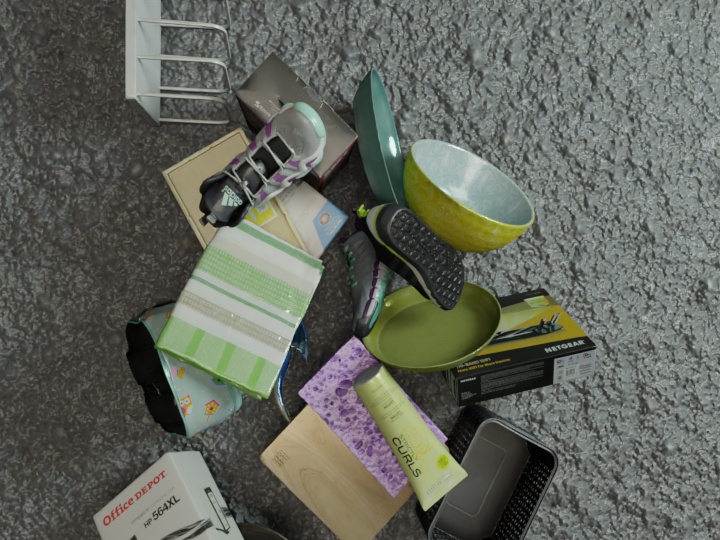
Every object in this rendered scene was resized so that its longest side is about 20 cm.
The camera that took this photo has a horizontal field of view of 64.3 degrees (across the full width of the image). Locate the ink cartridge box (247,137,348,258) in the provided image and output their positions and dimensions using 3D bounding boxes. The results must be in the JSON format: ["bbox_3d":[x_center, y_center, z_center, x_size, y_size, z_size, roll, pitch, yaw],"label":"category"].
[{"bbox_3d":[-0.129,-0.092,0.832,0.199,0.067,0.117,38,88,-5],"label":"ink cartridge box"}]

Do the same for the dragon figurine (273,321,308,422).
[{"bbox_3d":[-0.102,0.096,0.789,0.098,0.059,0.202,-18,54,-17],"label":"dragon figurine"}]

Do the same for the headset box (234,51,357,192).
[{"bbox_3d":[-0.084,-0.190,0.771,0.148,0.200,0.075,44,86,-5],"label":"headset box"}]

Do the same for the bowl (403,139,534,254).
[{"bbox_3d":[0.136,-0.087,0.822,0.197,0.201,0.109,26,123,-5],"label":"bowl"}]

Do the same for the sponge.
[{"bbox_3d":[0.018,0.201,0.796,0.111,0.030,0.200,-43,93,-5],"label":"sponge"}]

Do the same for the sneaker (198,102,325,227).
[{"bbox_3d":[-0.126,-0.101,0.656,0.078,0.199,0.140,46,49,-8],"label":"sneaker"}]

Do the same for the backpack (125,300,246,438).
[{"bbox_3d":[-0.222,0.123,0.757,0.151,0.199,0.179,-19,90,-22],"label":"backpack"}]

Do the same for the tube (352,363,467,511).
[{"bbox_3d":[0.064,0.219,0.765,0.058,0.052,0.202,-27,99,32],"label":"tube"}]

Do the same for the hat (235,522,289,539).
[{"bbox_3d":[-0.156,0.446,0.823,0.196,0.081,0.205,-1,86,11],"label":"hat"}]

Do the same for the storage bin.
[{"bbox_3d":[0.184,0.321,0.851,0.134,0.094,0.203,28,88,-5],"label":"storage bin"}]

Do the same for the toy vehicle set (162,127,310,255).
[{"bbox_3d":[-0.166,-0.074,0.782,0.123,0.027,0.202,-29,93,-3],"label":"toy vehicle set"}]

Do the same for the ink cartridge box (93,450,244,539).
[{"bbox_3d":[-0.246,0.369,0.765,0.145,0.084,0.201,-40,67,4],"label":"ink cartridge box"}]

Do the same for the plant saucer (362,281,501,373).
[{"bbox_3d":[0.100,0.080,0.805,0.196,0.201,0.032,-19,119,-5],"label":"plant saucer"}]

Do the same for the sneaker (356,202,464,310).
[{"bbox_3d":[0.068,-0.024,0.773,0.200,0.082,0.072,48,67,-32],"label":"sneaker"}]

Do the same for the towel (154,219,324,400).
[{"bbox_3d":[-0.142,0.040,0.706,0.147,0.031,0.202,27,57,-9],"label":"towel"}]

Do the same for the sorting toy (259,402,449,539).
[{"bbox_3d":[-0.009,0.260,0.843,0.200,0.070,0.199,45,86,-4],"label":"sorting toy"}]

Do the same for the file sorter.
[{"bbox_3d":[-0.242,-0.316,0.788,0.122,0.139,0.205,0,90,-8],"label":"file sorter"}]

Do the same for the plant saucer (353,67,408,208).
[{"bbox_3d":[0.026,-0.172,0.792,0.035,0.200,0.204,-10,91,13],"label":"plant saucer"}]

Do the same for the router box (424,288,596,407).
[{"bbox_3d":[0.206,0.103,0.819,0.196,0.158,0.053,-12,119,-6],"label":"router box"}]

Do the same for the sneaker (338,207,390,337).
[{"bbox_3d":[0.000,0.000,0.827,0.086,0.075,0.203,14,57,5],"label":"sneaker"}]
